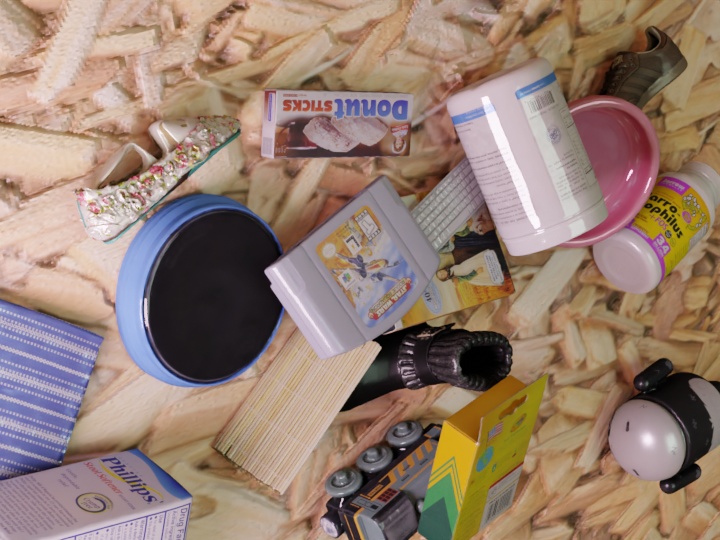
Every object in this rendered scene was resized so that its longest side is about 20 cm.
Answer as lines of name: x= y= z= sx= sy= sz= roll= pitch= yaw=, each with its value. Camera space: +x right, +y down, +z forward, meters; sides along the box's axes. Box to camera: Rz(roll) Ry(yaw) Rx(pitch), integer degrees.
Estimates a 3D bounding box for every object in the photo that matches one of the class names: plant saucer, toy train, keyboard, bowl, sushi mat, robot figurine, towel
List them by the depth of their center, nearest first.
towel: x=-0.331 y=0.135 z=1.303 sx=0.144 sy=0.024 sz=0.201 roll=24 pitch=81 yaw=-41
bowl: x=-0.156 y=0.024 z=1.424 sx=0.200 sy=0.039 sz=0.202 roll=-12 pitch=107 yaw=-41
sushi mat: x=-0.068 y=0.137 z=1.503 sx=0.200 sy=0.095 sz=0.012 roll=-55 pitch=166 yaw=-19
toy train: x=0.047 y=0.250 z=1.616 sx=0.200 sy=0.114 sz=0.086 roll=-35 pitch=122 yaw=-32
keyboard: x=0.120 y=-0.093 z=1.636 sx=0.056 sy=0.011 sz=0.200 roll=53 pitch=50 yaw=-10
plant saucer: x=0.277 y=-0.128 z=1.748 sx=0.199 sy=0.051 sz=0.202 roll=-10 pitch=120 yaw=-18
robot figurine: x=0.438 y=0.218 z=1.974 sx=0.199 sy=0.150 sz=0.125 roll=-23 pitch=152 yaw=-38

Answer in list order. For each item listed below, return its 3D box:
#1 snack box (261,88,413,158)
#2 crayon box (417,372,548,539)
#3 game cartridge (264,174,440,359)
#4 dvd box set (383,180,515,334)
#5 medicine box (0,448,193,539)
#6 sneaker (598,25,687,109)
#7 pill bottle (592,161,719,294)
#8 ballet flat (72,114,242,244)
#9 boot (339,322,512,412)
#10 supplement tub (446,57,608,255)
snack box: x=-0.023 y=-0.159 z=1.516 sx=0.199 sy=0.024 sz=0.072 roll=-5 pitch=102 yaw=-42
crayon box: x=0.135 y=0.203 z=1.542 sx=0.127 sy=0.051 sz=0.201 roll=-27 pitch=139 yaw=-43
game cartridge: x=0.000 y=0.000 z=1.493 sx=0.133 sy=0.041 sz=0.200 roll=53 pitch=52 yaw=-5
dvd box set: x=0.082 y=-0.019 z=1.607 sx=0.199 sy=0.029 sz=0.147 roll=-14 pitch=83 yaw=-40
medicine box: x=-0.273 y=0.286 z=1.308 sx=0.199 sy=0.103 sz=0.183 roll=-9 pitch=119 yaw=-43
sneaker: x=0.342 y=-0.242 z=1.826 sx=0.200 sy=0.070 sz=0.076 roll=-41 pitch=99 yaw=-26
pill bottle: x=0.410 y=-0.064 z=1.891 sx=0.200 sy=0.104 sz=0.105 roll=-42 pitch=125 yaw=-29
ballet flat: x=-0.194 y=-0.105 z=1.339 sx=0.200 sy=0.075 sz=0.064 roll=-45 pitch=111 yaw=-31
boot: x=0.053 y=0.110 z=1.558 sx=0.210 sy=0.157 sz=0.080 roll=-28 pitch=118 yaw=-36
supplement tub: x=0.193 y=-0.133 z=1.617 sx=0.132 sy=0.132 sz=0.201 roll=-29 pitch=100 yaw=-35
